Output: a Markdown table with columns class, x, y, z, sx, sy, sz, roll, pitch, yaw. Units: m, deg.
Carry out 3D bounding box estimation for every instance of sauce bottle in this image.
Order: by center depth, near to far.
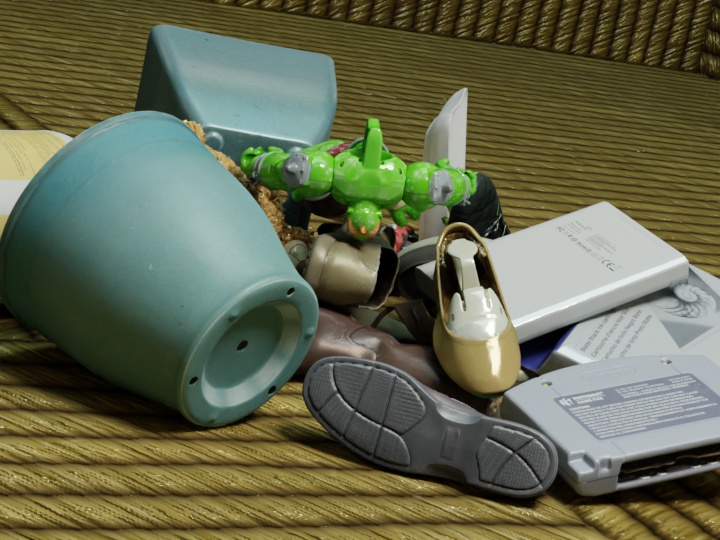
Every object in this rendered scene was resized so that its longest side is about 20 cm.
| class | x | y | z | sx | sy | sz | roll | pitch | yaw |
| --- | --- | --- | --- | --- | --- | --- | --- | --- | --- |
| sauce bottle | -0.028 | -0.080 | 1.887 | 0.066 | 0.066 | 0.200 | 15 | 2 | 11 |

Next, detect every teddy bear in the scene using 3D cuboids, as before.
| class | x | y | z | sx | sy | sz | roll | pitch | yaw |
| --- | --- | --- | --- | --- | --- | --- | --- | --- | --- |
| teddy bear | -0.110 | -0.045 | 1.773 | 0.067 | 0.200 | 0.145 | -32 | 3 | 46 |

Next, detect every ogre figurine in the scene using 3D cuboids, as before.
| class | x | y | z | sx | sy | sz | roll | pitch | yaw |
| --- | --- | --- | --- | --- | --- | --- | --- | --- | --- |
| ogre figurine | 0.001 | -0.080 | 1.721 | 0.200 | 0.098 | 0.120 | 26 | 2 | -5 |

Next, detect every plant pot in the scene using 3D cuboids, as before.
| class | x | y | z | sx | sy | sz | roll | pitch | yaw |
| --- | --- | --- | --- | --- | --- | --- | --- | --- | --- |
| plant pot | -0.138 | 0.012 | 1.524 | 0.188 | 0.200 | 0.200 | 39 | 26 | 31 |
| plant pot | -0.126 | -0.111 | 2.018 | 0.196 | 0.196 | 0.200 | 9 | 20 | -13 |

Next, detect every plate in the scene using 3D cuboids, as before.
| class | x | y | z | sx | sy | sz | roll | pitch | yaw |
| --- | --- | --- | --- | --- | --- | --- | --- | --- | --- |
| plate | 0.081 | -0.073 | 2.017 | 0.032 | 0.200 | 0.200 | 4 | 13 | 7 |

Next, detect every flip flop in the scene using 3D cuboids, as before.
| class | x | y | z | sx | sy | sz | roll | pitch | yaw |
| --- | --- | --- | --- | --- | --- | --- | --- | --- | --- |
| flip flop | 0.069 | 0.057 | 1.770 | 0.200 | 0.058 | 0.081 | 17 | 14 | 27 |

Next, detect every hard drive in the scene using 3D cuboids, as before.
| class | x | y | z | sx | sy | sz | roll | pitch | yaw |
| --- | --- | --- | --- | --- | --- | --- | --- | --- | --- |
| hard drive | 0.167 | 0.003 | 1.765 | 0.200 | 0.027 | 0.132 | -19 | 34 | -22 |

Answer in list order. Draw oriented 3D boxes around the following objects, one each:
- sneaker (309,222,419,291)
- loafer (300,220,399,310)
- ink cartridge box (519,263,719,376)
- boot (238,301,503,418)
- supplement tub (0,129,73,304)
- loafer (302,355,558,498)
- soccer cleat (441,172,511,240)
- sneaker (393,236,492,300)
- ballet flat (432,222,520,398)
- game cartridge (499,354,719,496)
| class | x | y | z | sx | sy | sz | roll | pitch | yaw |
| --- | --- | --- | --- | --- | --- | --- | --- | --- | --- |
| sneaker | -0.004 | -0.014 | 1.959 | 0.098 | 0.071 | 0.200 | 18 | 16 | 13 |
| loafer | 0.000 | 0.000 | 1.759 | 0.067 | 0.076 | 0.200 | 24 | 16 | 10 |
| ink cartridge box | 0.243 | 0.051 | 1.757 | 0.200 | 0.041 | 0.200 | 26 | 40 | 15 |
| boot | 0.016 | 0.081 | 1.640 | 0.200 | 0.064 | 0.186 | 22 | 18 | 18 |
| supplement tub | -0.298 | -0.044 | 1.662 | 0.145 | 0.146 | 0.200 | 24 | 18 | 39 |
| loafer | 0.052 | 0.122 | 1.514 | 0.200 | 0.072 | 0.063 | 21 | -5 | 8 |
| soccer cleat | 0.127 | -0.019 | 1.913 | 0.081 | 0.200 | 0.068 | 28 | 63 | 25 |
| sneaker | 0.118 | 0.033 | 1.839 | 0.200 | 0.075 | 0.106 | 8 | 43 | 10 |
| ballet flat | 0.087 | 0.027 | 1.651 | 0.069 | 0.063 | 0.200 | -9 | 32 | -3 |
| game cartridge | 0.218 | 0.116 | 1.592 | 0.200 | 0.041 | 0.133 | -8 | 34 | -27 |
